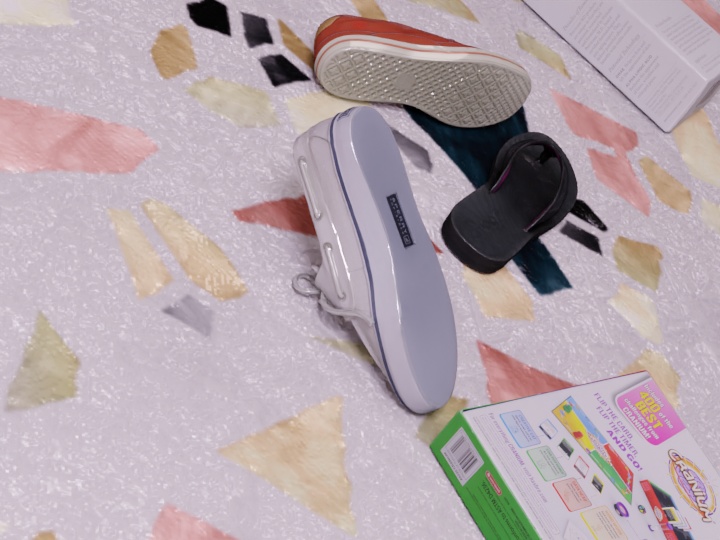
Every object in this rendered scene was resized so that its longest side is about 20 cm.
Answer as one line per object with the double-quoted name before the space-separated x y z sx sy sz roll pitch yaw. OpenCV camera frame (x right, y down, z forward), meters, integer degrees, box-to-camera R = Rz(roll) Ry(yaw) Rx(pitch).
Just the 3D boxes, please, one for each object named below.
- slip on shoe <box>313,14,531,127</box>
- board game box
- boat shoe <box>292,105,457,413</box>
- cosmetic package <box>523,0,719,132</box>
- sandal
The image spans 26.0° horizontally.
"slip on shoe" 0.051 -0.163 1.245 0.199 0.074 0.061 7 43 -27
"board game box" 0.160 0.149 1.026 0.199 0.040 0.154 -6 55 -43
"boat shoe" -0.003 0.000 1.026 0.074 0.086 0.203 -24 96 -55
"cosmetic package" 0.256 -0.233 1.483 0.200 0.074 0.102 44 37 11
"sandal" 0.130 -0.061 1.216 0.075 0.048 0.201 39 37 2
